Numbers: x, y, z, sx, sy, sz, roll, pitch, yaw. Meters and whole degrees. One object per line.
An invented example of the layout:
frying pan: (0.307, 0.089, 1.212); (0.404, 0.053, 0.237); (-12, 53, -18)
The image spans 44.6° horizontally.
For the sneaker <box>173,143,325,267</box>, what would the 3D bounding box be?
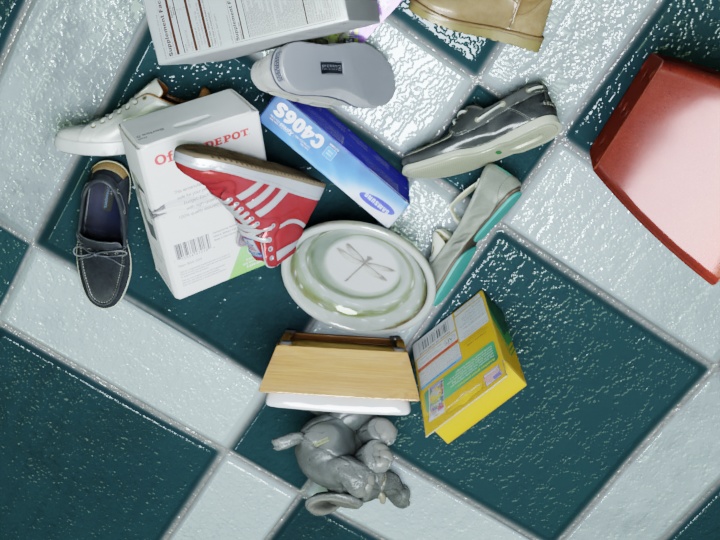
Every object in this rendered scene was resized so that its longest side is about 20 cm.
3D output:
sneaker: (-0.131, -0.068, 0.968); (0.198, 0.071, 0.114); (11, 106, -45)

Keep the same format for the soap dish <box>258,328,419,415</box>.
soap dish: (-0.024, 0.128, 1.131); (0.196, 0.157, 0.083); (3, 94, 0)

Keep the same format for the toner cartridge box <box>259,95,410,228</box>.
toner cartridge box: (-0.028, -0.142, 1.047); (0.199, 0.095, 0.043); (39, 110, -13)

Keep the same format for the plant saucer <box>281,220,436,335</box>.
plant saucer: (0.000, 0.000, 1.107); (0.196, 0.051, 0.202); (8, 137, 7)

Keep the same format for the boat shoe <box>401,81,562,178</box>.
boat shoe: (0.139, -0.163, 1.057); (0.197, 0.072, 0.069); (-20, 74, 17)

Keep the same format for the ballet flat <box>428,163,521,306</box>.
ballet flat: (0.127, -0.047, 1.104); (0.064, 0.067, 0.201); (42, 117, 16)

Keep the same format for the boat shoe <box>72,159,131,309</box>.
boat shoe: (-0.329, -0.038, 1.119); (0.073, 0.062, 0.203); (10, 114, -4)

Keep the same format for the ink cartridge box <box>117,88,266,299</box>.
ink cartridge box: (-0.183, -0.090, 1.028); (0.144, 0.084, 0.203); (-22, 128, -21)

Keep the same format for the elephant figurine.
elephant figurine: (-0.019, 0.278, 1.202); (0.154, 0.141, 0.201); (38, 150, 21)

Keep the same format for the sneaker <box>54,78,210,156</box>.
sneaker: (-0.270, -0.186, 1.055); (0.196, 0.073, 0.086); (-7, 110, -7)

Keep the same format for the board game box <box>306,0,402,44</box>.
board game box: (-0.017, -0.327, 1.006); (0.120, 0.032, 0.200); (44, 108, -10)

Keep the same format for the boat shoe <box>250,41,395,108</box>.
boat shoe: (-0.041, -0.217, 0.991); (0.069, 0.198, 0.072); (-2, 97, 40)

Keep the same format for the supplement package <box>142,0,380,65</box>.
supplement package: (-0.100, -0.307, 0.902); (0.196, 0.191, 0.150); (-9, 103, 13)

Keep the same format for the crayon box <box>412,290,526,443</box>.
crayon box: (0.132, 0.125, 1.092); (0.125, 0.201, 0.052); (-40, 111, 17)

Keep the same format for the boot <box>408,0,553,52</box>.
boot: (0.157, -0.361, 0.967); (0.172, 0.066, 0.203); (9, 114, -16)

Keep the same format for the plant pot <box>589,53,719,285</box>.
plant pot: (0.369, -0.138, 0.989); (0.175, 0.200, 0.202); (31, 111, 2)
